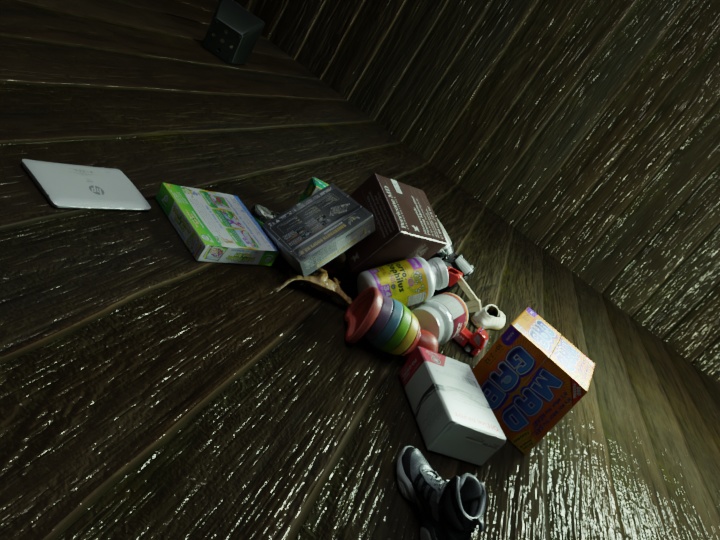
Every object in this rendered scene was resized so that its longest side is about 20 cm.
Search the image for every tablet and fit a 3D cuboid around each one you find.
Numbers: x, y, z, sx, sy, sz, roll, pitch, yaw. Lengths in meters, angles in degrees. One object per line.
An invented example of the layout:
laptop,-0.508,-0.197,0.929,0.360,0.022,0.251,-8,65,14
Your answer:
tablet,-0.496,-0.155,1.056,0.130,0.014,0.199,45,24,20

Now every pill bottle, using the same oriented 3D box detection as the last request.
pill bottle,0.098,0.030,1.312,0.197,0.105,0.105,-16,45,-19
pill bottle,0.179,0.120,1.364,0.109,0.110,0.199,42,23,16

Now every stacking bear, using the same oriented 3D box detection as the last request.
stacking bear,0.077,0.131,1.208,0.199,0.114,0.122,33,22,-18

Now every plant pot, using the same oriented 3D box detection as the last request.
plant pot,-0.548,-0.980,2.399,0.198,0.201,0.179,31,35,-12

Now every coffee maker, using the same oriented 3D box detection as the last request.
coffee maker,0.196,-0.025,1.638,0.201,0.191,0.134,55,31,3

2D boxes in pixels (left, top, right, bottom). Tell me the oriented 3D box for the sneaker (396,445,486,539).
sneaker,0.126,0.329,0.869,0.075,0.115,0.201,22,26,-30

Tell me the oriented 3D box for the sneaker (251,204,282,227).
sneaker,-0.161,-0.115,1.350,0.197,0.086,0.079,18,30,-19

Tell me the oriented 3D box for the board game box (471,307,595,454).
board game box,0.374,0.239,1.293,0.199,0.201,0.199,42,23,16

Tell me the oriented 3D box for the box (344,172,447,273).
box,0.067,-0.097,1.360,0.198,0.164,0.168,9,52,-49

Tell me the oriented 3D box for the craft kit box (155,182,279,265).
craft kit box,-0.293,-0.093,1.190,0.196,0.049,0.200,8,35,-53

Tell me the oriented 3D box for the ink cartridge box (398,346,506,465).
ink cartridge box,0.173,0.260,1.113,0.144,0.084,0.201,24,25,-27

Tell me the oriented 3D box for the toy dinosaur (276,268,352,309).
toy dinosaur,-0.090,0.022,1.234,0.198,0.061,0.107,22,27,-31

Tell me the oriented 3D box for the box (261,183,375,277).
box,-0.091,-0.093,1.251,0.199,0.049,0.158,-35,52,-20

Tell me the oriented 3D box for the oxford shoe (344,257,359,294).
oxford shoe,0.000,0.000,1.420,0.202,0.072,0.072,-89,156,-47

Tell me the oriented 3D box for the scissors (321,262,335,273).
scissors,-0.138,-0.057,1.384,0.200,0.014,0.073,45,31,26

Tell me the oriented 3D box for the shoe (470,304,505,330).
shoe,0.394,0.138,1.716,0.070,0.054,0.199,46,24,24

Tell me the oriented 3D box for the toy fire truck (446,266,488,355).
toy fire truck,0.261,0.104,1.474,0.199,0.142,0.049,40,23,12

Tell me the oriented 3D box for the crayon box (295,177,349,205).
crayon box,-0.068,-0.144,1.515,0.198,0.119,0.059,24,24,-27
